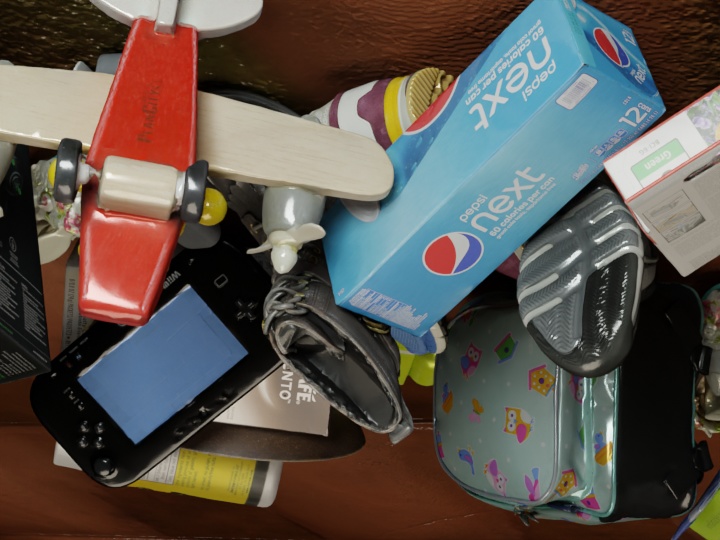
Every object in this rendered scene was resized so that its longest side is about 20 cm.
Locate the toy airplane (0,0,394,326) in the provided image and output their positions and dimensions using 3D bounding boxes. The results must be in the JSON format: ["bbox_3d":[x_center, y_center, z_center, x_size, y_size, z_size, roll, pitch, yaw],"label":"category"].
[{"bbox_3d":[-0.113,-0.065,0.921,0.200,0.199,0.141,43,143,23],"label":"toy airplane"}]

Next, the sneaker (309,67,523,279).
[{"bbox_3d":[0.048,-0.053,1.069,0.090,0.075,0.200,-9,145,32],"label":"sneaker"}]

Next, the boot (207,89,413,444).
[{"bbox_3d":[-0.034,-0.008,1.017,0.069,0.174,0.200,-41,105,19],"label":"boot"}]

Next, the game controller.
[{"bbox_3d":[-0.136,0.064,1.229,0.200,0.042,0.104,-39,105,15],"label":"game controller"}]

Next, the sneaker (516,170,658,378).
[{"bbox_3d":[0.139,-0.001,0.990,0.075,0.200,0.115,-30,131,21],"label":"sneaker"}]

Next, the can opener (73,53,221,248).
[{"bbox_3d":[-0.130,-0.068,1.109,0.066,0.053,0.200,-1,158,18],"label":"can opener"}]

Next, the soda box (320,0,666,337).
[{"bbox_3d":[0.065,-0.054,0.946,0.064,0.068,0.200,23,127,-34],"label":"soda box"}]

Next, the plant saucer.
[{"bbox_3d":[-0.092,0.106,1.379,0.200,0.035,0.200,9,-172,-1],"label":"plant saucer"}]

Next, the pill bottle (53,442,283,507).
[{"bbox_3d":[-0.169,0.143,1.592,0.200,0.114,0.114,10,159,-6],"label":"pill bottle"}]

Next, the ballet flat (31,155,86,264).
[{"bbox_3d":[-0.237,-0.030,1.232,0.076,0.064,0.200,18,157,-29],"label":"ballet flat"}]

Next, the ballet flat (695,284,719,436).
[{"bbox_3d":[0.276,0.072,1.307,0.076,0.064,0.200,-1,158,7],"label":"ballet flat"}]

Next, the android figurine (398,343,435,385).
[{"bbox_3d":[-0.016,0.055,1.416,0.182,0.041,0.200,9,161,-4],"label":"android figurine"}]

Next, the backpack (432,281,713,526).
[{"bbox_3d":[0.135,0.093,1.263,0.153,0.176,0.200,1,176,-27],"label":"backpack"}]

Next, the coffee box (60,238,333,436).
[{"bbox_3d":[-0.112,0.043,1.286,0.200,0.113,0.080,7,-157,-1],"label":"coffee box"}]

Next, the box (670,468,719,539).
[{"bbox_3d":[0.299,0.118,1.255,0.048,0.200,0.122,35,161,12],"label":"box"}]

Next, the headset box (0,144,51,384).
[{"bbox_3d":[-0.260,-0.049,1.013,0.093,0.200,0.174,-14,156,8],"label":"headset box"}]

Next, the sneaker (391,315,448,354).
[{"bbox_3d":[0.000,0.000,1.198,0.089,0.079,0.200,-16,144,18],"label":"sneaker"}]

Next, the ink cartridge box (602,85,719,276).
[{"bbox_3d":[0.187,-0.060,0.914,0.109,0.050,0.200,-33,161,11],"label":"ink cartridge box"}]
